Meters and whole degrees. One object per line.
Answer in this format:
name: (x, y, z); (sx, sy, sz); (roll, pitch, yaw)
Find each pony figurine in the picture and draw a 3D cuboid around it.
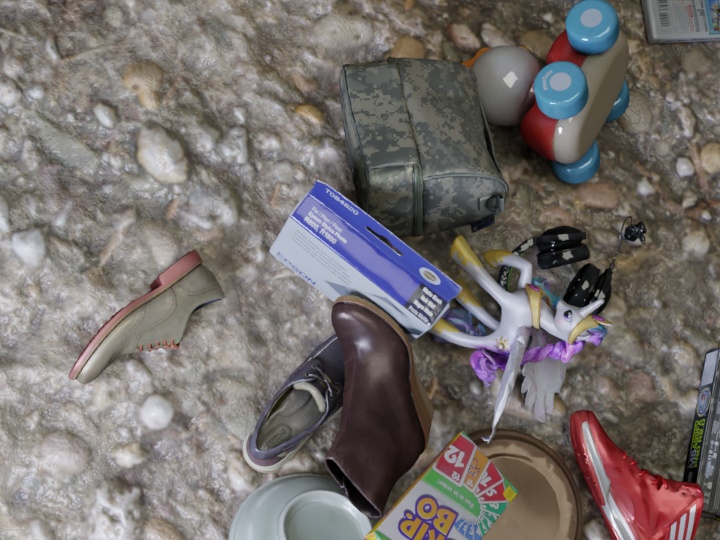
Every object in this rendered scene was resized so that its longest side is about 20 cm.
pony figurine: (0.173, 0.077, 1.561); (0.199, 0.166, 0.194); (30, 116, 24)

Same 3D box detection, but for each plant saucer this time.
plant saucer: (-0.041, 0.293, 1.478); (0.198, 0.050, 0.201); (11, 45, -11)
plant saucer: (0.165, 0.282, 1.583); (0.198, 0.029, 0.202); (2, 78, -10)

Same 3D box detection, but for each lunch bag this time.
lunch bag: (0.071, -0.140, 1.569); (0.166, 0.140, 0.201); (-9, 57, -2)

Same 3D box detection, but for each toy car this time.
toy car: (0.205, -0.232, 1.654); (0.199, 0.185, 0.178); (21, 72, 23)

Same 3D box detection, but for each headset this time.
headset: (0.257, 0.000, 1.653); (0.199, 0.094, 0.124); (-33, 90, -1)

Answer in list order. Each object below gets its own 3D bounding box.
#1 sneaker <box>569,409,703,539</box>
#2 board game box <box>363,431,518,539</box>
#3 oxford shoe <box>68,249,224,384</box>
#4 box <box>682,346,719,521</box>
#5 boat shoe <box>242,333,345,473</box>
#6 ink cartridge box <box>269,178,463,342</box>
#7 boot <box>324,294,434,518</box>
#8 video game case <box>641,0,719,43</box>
sneaker: (0.323, 0.239, 1.590); (0.115, 0.078, 0.201); (-23, 96, -2)
board game box: (0.087, 0.272, 1.503); (0.096, 0.030, 0.200); (47, 53, 1)
oxford shoe: (-0.235, 0.065, 1.527); (0.200, 0.070, 0.075); (-43, 94, -15)
box: (0.479, 0.209, 1.654); (0.159, 0.044, 0.202); (16, 76, -9)
boat shoe: (-0.055, 0.142, 1.548); (0.072, 0.065, 0.200); (43, 72, 3)
ink cartridge box: (0.000, 0.000, 1.520); (0.199, 0.200, 0.041); (37, 70, -1)
boot: (0.004, 0.145, 1.498); (0.201, 0.072, 0.167); (57, 42, -21)
video game case: (0.445, -0.395, 1.790); (0.180, 0.022, 0.202); (-5, 78, -12)
